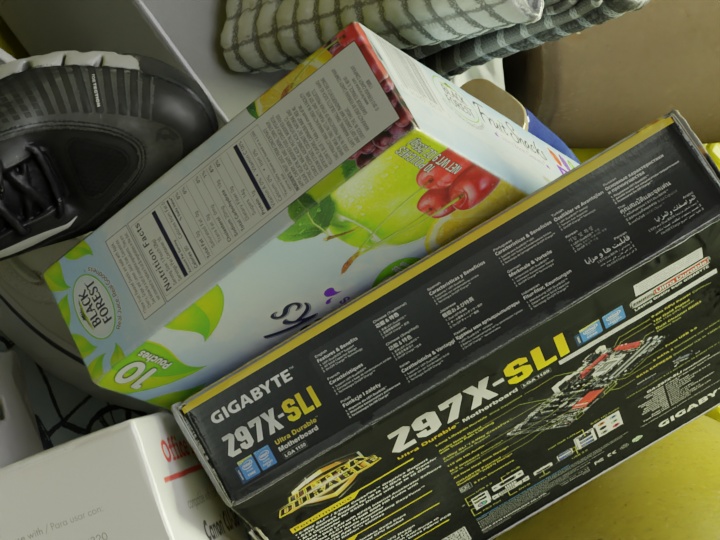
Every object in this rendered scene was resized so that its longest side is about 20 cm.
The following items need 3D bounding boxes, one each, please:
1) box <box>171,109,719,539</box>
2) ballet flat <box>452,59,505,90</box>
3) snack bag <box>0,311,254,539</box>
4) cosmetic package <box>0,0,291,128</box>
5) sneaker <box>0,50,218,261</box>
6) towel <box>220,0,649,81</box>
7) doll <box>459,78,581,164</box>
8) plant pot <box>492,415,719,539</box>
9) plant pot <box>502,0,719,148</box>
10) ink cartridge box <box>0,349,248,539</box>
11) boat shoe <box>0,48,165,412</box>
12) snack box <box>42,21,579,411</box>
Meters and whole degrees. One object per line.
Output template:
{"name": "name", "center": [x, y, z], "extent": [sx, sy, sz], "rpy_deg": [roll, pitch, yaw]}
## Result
{"name": "box", "center": [0.047, 0.042, 0.984], "extent": [0.199, 0.160, 0.050], "rpy_deg": [-31, 63, 0]}
{"name": "ballet flat", "center": [0.026, -0.098, 1.118], "extent": [0.069, 0.069, 0.201], "rpy_deg": [-22, 117, -38]}
{"name": "snack bag", "center": [-0.078, 0.074, 1.052], "extent": [0.199, 0.021, 0.190], "rpy_deg": [-16, 86, -37]}
{"name": "cosmetic package", "center": [-0.070, -0.110, 1.059], "extent": [0.200, 0.090, 0.107], "rpy_deg": [50, 53, -1]}
{"name": "sneaker", "center": [-0.144, -0.019, 0.922], "extent": [0.091, 0.199, 0.067], "rpy_deg": [-84, 162, -57]}
{"name": "towel", "center": [0.041, -0.163, 0.987], "extent": [0.085, 0.165, 0.202], "rpy_deg": [18, 71, -36]}
{"name": "doll", "center": [0.075, 0.008, 1.135], "extent": [0.136, 0.048, 0.200], "rpy_deg": [-43, 137, 2]}
{"name": "plant pot", "center": [0.118, 0.140, 1.090], "extent": [0.199, 0.200, 0.143], "rpy_deg": [19, 42, -31]}
{"name": "plant pot", "center": [0.129, -0.128, 1.179], "extent": [0.174, 0.200, 0.202], "rpy_deg": [-17, 87, -19]}
{"name": "ink cartridge box", "center": [-0.075, 0.113, 0.952], "extent": [0.116, 0.067, 0.201], "rpy_deg": [-6, 75, -83]}
{"name": "boat shoe", "center": [-0.113, -0.026, 1.005], "extent": [0.200, 0.066, 0.072], "rpy_deg": [46, 55, -13]}
{"name": "snack box", "center": [0.000, 0.000, 0.977], "extent": [0.200, 0.142, 0.053], "rpy_deg": [25, 32, -59]}
